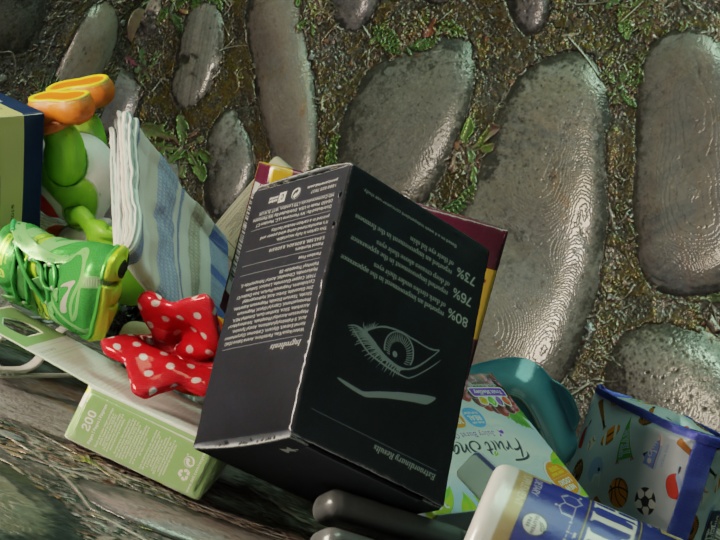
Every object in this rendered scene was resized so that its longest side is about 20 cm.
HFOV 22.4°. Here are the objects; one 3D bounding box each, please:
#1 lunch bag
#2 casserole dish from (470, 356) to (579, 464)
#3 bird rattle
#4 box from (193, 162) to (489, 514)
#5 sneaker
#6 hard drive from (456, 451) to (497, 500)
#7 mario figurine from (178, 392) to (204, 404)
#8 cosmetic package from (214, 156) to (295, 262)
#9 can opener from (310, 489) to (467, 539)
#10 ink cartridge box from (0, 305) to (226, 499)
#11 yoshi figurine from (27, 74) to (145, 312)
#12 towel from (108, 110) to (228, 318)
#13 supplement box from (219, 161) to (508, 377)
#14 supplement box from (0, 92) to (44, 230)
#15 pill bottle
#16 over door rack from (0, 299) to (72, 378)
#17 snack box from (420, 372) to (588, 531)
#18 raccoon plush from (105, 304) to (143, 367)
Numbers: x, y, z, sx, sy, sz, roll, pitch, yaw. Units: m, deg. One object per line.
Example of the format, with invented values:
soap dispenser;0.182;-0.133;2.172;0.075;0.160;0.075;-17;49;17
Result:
lunch bag;0.260;0.209;1.628;0.124;0.170;0.200;18;1;-10
casserole dish;0.094;0.148;1.590;0.200;0.121;0.039;-18;19;25
bird rattle;-0.111;0.070;1.329;0.200;0.113;0.163;5;-1;-37
box;-0.010;0.051;1.241;0.148;0.200;0.104;31;-28;-36
sneaker;-0.228;0.006;1.323;0.083;0.074;0.200;15;-4;-29
hard drive;0.156;0.214;1.278;0.200;0.025;0.132;44;-2;-9
mario figurine;-0.110;0.079;1.568;0.106;0.124;0.200;-14;32;-8
cosmetic package;-0.057;-0.022;1.619;0.071;0.105;0.200;41;2;-25
can opener;0.046;0.201;1.236;0.200;0.053;0.066;24;-34;-33
ink cartridge box;-0.186;0.091;1.292;0.200;0.048;0.146;25;2;1
yoshi figurine;-0.204;-0.053;1.474;0.112;0.201;0.112;-17;20;-28
towel;-0.149;-0.019;1.463;0.024;0.147;0.200;-17;-39;13
supplement box;0.000;0.000;1.463;0.199;0.131;0.103;14;3;-10
supplement box;-0.387;-0.075;1.429;0.199;0.135;0.200;-11;24;-41
pill bottle;0.149;0.204;1.059;0.200;0.120;0.120;23;1;5
over door rack;-0.265;0.048;1.467;0.148;0.067;0.200;25;3;38
snack box;0.071;0.149;1.436;0.200;0.053;0.142;1;44;-49
raccoon plush;-0.183;0.069;1.579;0.200;0.097;0.134;-115;-175;-49
